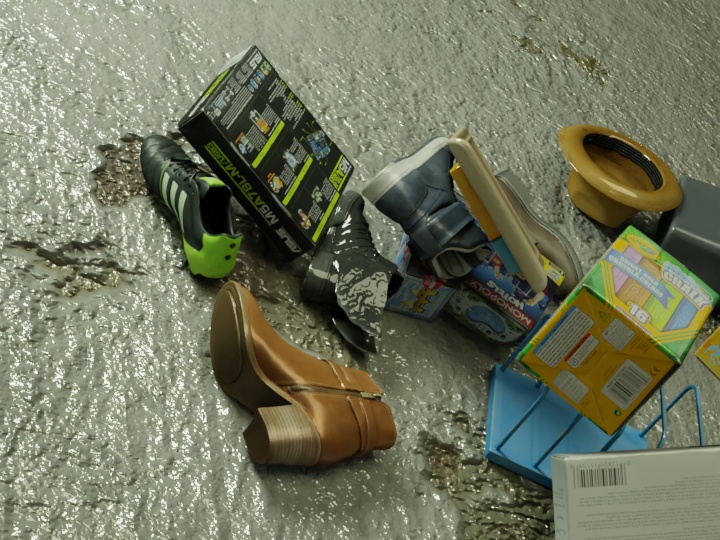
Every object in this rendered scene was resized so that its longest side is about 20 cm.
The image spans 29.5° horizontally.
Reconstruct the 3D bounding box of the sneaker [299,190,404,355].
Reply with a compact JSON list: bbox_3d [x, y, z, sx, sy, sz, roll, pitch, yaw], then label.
[{"bbox_3d":[0.001,-0.002,1.494,0.104,0.060,0.200,21,44,3],"label":"sneaker"}]

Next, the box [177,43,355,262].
[{"bbox_3d":[-0.099,-0.134,1.520,0.193,0.048,0.200,52,28,-18],"label":"box"}]

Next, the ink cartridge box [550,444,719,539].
[{"bbox_3d":[0.293,0.265,1.362,0.200,0.044,0.174,-1,86,-14],"label":"ink cartridge box"}]

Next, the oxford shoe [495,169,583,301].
[{"bbox_3d":[0.199,-0.030,1.689,0.084,0.073,0.200,-22,61,-30],"label":"oxford shoe"}]

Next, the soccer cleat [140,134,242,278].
[{"bbox_3d":[-0.174,-0.081,1.439,0.067,0.081,0.200,-2,49,-38],"label":"soccer cleat"}]

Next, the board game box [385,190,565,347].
[{"bbox_3d":[0.115,0.008,1.576,0.200,0.062,0.200,37,38,4],"label":"board game box"}]

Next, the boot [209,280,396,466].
[{"bbox_3d":[-0.057,0.101,1.338,0.155,0.074,0.200,-1,61,-36],"label":"boot"}]

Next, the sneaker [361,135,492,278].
[{"bbox_3d":[0.094,-0.069,1.538,0.146,0.077,0.202,46,30,3],"label":"sneaker"}]

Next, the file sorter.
[{"bbox_3d":[0.252,0.156,1.465,0.200,0.123,0.139,25,37,-11],"label":"file sorter"}]

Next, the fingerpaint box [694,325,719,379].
[{"bbox_3d":[0.547,0.114,1.697,0.200,0.167,0.073,47,40,18],"label":"fingerpaint box"}]

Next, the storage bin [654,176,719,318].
[{"bbox_3d":[0.479,-0.046,1.860,0.134,0.146,0.200,24,37,3],"label":"storage bin"}]

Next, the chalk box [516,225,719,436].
[{"bbox_3d":[0.271,0.048,1.395,0.124,0.124,0.200,39,36,6],"label":"chalk box"}]

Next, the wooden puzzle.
[{"bbox_3d":[0.145,-0.068,1.501,0.185,0.037,0.200,59,8,-5],"label":"wooden puzzle"}]

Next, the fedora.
[{"bbox_3d":[0.341,-0.120,1.866,0.200,0.082,0.201,17,32,-11],"label":"fedora"}]
